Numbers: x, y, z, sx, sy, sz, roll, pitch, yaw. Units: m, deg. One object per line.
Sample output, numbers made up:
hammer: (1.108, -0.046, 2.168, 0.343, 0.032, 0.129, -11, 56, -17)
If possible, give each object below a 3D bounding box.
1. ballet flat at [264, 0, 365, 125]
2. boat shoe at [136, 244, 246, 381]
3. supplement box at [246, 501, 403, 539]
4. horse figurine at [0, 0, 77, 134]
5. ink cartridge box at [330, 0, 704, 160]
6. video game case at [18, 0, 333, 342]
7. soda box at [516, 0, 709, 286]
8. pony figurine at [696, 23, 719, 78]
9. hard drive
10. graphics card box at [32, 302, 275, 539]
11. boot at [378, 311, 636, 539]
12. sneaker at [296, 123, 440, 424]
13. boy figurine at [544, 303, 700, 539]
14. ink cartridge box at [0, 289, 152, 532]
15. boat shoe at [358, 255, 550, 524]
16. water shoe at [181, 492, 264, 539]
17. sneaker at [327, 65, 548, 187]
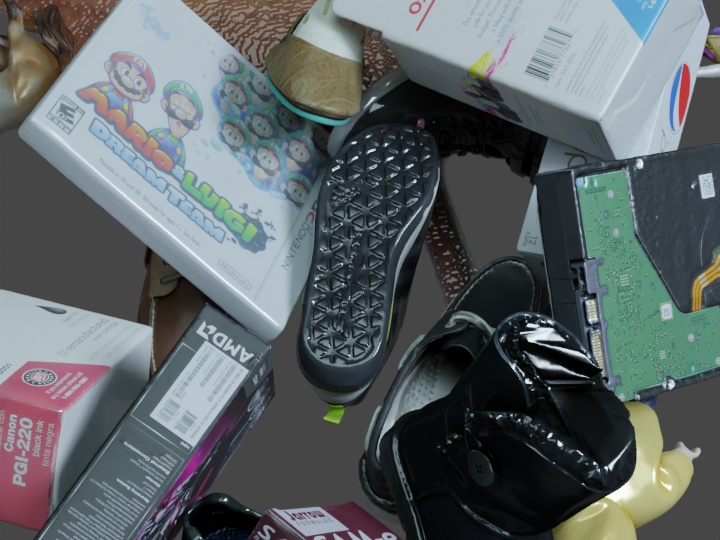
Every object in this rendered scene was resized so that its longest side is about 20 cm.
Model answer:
ballet flat: (-0.023, -0.147, 1.148, 0.068, 0.200, 0.072, 23, 102, -5)
boat shoe: (-0.110, -0.005, 1.125, 0.076, 0.072, 0.200, 0, 58, 3)
supplement box: (-0.057, 0.219, 0.909, 0.061, 0.109, 0.200, 35, 100, 22)
horse figurine: (-0.271, -0.127, 1.220, 0.200, 0.050, 0.133, -37, 76, -26)
ink cartridge box: (0.096, -0.160, 1.081, 0.200, 0.068, 0.115, 26, 80, 27)
video game case: (-0.099, -0.076, 1.104, 0.200, 0.024, 0.182, 41, 40, -14)
soda box: (0.163, -0.087, 1.100, 0.068, 0.064, 0.200, 10, 73, 24)
pony figurine: (0.338, -0.129, 1.150, 0.193, 0.167, 0.200, -39, 79, -11)
hard drive: (0.193, -0.004, 1.040, 0.200, 0.038, 0.140, -12, 95, -39)
graphics card box: (-0.123, 0.124, 0.994, 0.051, 0.126, 0.200, 32, 74, 8)
boot: (0.092, 0.138, 0.931, 0.076, 0.168, 0.200, -15, 73, -30)
sneaker: (0.000, 0.000, 1.109, 0.072, 0.083, 0.200, 14, 65, 10)
boy figurine: (0.147, 0.110, 1.045, 0.124, 0.064, 0.200, 15, 60, -14)
ink cartridge box: (-0.244, 0.069, 1.043, 0.199, 0.085, 0.146, 12, 20, 11)
boat shoe: (0.061, 0.063, 1.081, 0.074, 0.060, 0.200, 28, 64, 19)
water shoe: (-0.018, 0.194, 0.992, 0.200, 0.079, 0.072, 21, 61, 15)
sneaker: (0.082, -0.094, 1.165, 0.200, 0.071, 0.099, -20, 55, -20)
